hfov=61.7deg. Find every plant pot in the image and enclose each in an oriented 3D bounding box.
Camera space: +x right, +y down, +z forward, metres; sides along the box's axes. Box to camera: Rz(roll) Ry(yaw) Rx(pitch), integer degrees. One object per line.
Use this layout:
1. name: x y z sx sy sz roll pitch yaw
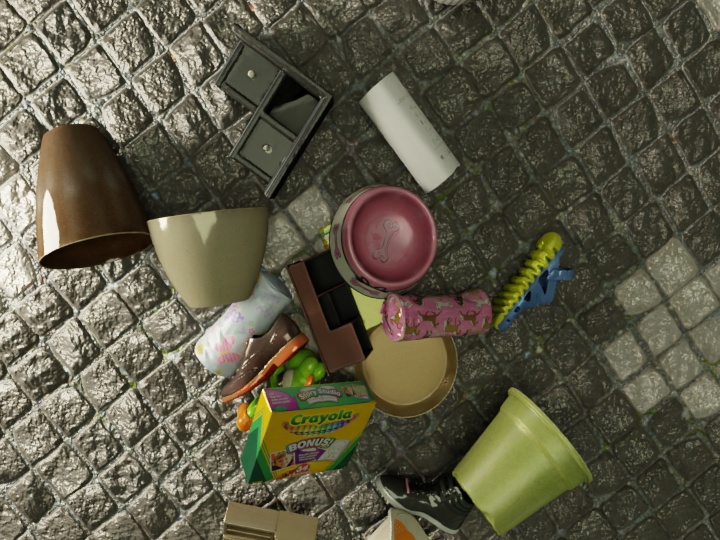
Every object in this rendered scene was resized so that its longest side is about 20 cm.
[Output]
1. plant pot: -0.455 -0.127 0.998 0.182 0.187 0.205 -17 84 0
2. plant pot: 0.266 0.346 1.055 0.183 0.200 0.202 -40 97 -5
3. plant pot: 0.083 0.171 1.123 0.194 0.028 0.206 0 98 -2

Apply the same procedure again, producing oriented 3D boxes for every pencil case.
1. pencil case: 0.133 0.077 1.056 0.195 0.086 0.085 -3 83 -26
2. pencil case: -0.208 0.092 1.071 0.090 0.083 0.201 38 95 -5

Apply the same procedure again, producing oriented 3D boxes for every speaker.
1. speaker: 0.085 -0.238 1.043 0.081 0.081 0.201 -38 98 3

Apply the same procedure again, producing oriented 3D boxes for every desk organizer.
1. desk organizer: -0.052 0.069 1.063 0.075 0.072 0.205 -21 93 16

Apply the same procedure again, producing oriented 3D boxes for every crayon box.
1. crayon box: -0.091 0.277 1.040 0.195 0.059 0.176 1 127 -31

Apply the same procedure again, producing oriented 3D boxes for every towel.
1. towel: 0.000 0.000 1.090 0.084 0.018 0.204 -24 91 7

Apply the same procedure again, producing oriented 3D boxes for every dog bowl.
1. dog bowl: 0.047 -0.055 1.043 0.194 0.074 0.207 1 86 -15

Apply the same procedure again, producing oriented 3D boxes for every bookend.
1. bookend: -0.176 -0.264 1.022 0.198 0.092 0.201 35 95 -5

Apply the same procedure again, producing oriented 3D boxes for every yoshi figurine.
1. yoshi figurine: -0.133 0.220 1.100 0.200 0.111 0.113 -46 56 17

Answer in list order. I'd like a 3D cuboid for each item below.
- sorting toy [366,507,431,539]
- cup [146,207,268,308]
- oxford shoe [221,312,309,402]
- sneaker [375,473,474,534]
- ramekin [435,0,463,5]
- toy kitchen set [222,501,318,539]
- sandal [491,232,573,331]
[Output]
1. sorting toy: 0.080 0.556 1.124 0.177 0.108 0.202 20 120 -29
2. cup: -0.241 -0.019 0.992 0.194 0.200 0.148 -6 94 -2
3. oxford shoe: -0.177 0.153 1.041 0.199 0.071 0.073 -40 84 15
4. sneaker: 0.128 0.407 1.123 0.197 0.071 0.100 30 112 -12
5. ramekin: 0.162 -0.543 0.996 0.194 0.105 0.207 0 97 -3
6. toy kitchen set: -0.180 0.568 1.102 0.175 0.204 0.165 12 138 -4
7. sandal: 0.316 0.034 1.093 0.087 0.080 0.201 39 96 -11
